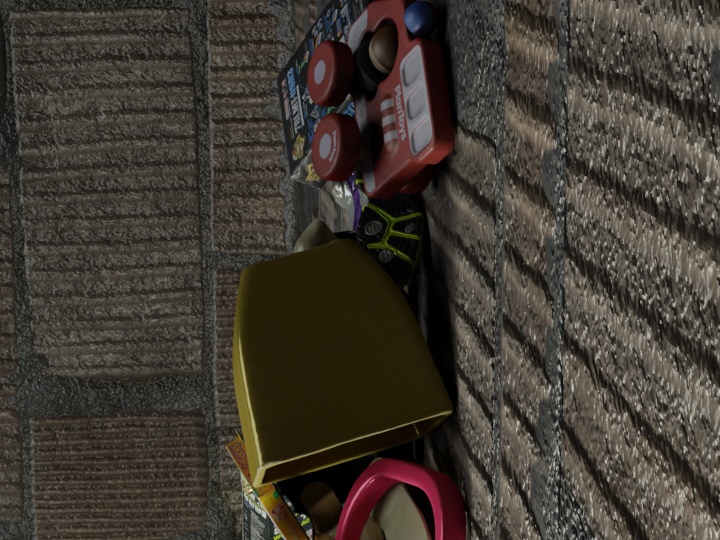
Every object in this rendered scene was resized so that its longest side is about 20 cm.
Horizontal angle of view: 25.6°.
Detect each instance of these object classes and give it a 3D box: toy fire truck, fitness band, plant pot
[{"bbox_3d":[0.034,-0.174,1.536,0.168,0.111,0.202,-38,51,53],"label":"toy fire truck"},{"bbox_3d":[0.037,0.255,1.515,0.200,0.037,0.145,5,77,63],"label":"fitness band"},{"bbox_3d":[-0.040,0.085,1.578,0.194,0.194,0.202,113,140,-76],"label":"plant pot"}]

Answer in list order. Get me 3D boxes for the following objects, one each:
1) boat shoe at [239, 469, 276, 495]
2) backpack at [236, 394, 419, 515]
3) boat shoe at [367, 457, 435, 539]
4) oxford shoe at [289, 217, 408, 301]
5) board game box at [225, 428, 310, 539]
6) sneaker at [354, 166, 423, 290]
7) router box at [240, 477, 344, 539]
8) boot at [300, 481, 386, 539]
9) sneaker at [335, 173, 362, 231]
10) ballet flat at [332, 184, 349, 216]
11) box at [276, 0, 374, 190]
[{"bbox_3d":[-0.050,0.230,1.937,0.073,0.199,0.064,64,-161,-76],"label":"boat shoe"},{"bbox_3d":[-0.052,0.141,1.766,0.201,0.162,0.168,60,-173,-27],"label":"backpack"},{"bbox_3d":[0.057,0.264,1.572,0.074,0.063,0.202,-58,29,22],"label":"boat shoe"},{"bbox_3d":[0.000,0.000,1.734,0.200,0.071,0.074,24,-86,-54],"label":"oxford shoe"},{"bbox_3d":[-0.089,0.263,1.739,0.096,0.030,0.201,49,167,49],"label":"board game box"},{"bbox_3d":[0.036,-0.045,1.697,0.201,0.075,0.077,-90,-13,-46],"label":"sneaker"},{"bbox_3d":[-0.059,0.294,2.052,0.062,0.199,0.151,38,141,37],"label":"router box"},{"bbox_3d":[0.006,0.320,1.681,0.145,0.070,0.201,63,171,-31],"label":"boot"},{"bbox_3d":[0.022,-0.098,1.837,0.083,0.080,0.202,133,134,-53],"label":"sneaker"},{"bbox_3d":[-0.004,-0.122,1.995,0.073,0.072,0.202,115,152,-77],"label":"ballet flat"},{"bbox_3d":[-0.025,-0.231,1.861,0.199,0.049,0.201,-53,29,33],"label":"box"}]
